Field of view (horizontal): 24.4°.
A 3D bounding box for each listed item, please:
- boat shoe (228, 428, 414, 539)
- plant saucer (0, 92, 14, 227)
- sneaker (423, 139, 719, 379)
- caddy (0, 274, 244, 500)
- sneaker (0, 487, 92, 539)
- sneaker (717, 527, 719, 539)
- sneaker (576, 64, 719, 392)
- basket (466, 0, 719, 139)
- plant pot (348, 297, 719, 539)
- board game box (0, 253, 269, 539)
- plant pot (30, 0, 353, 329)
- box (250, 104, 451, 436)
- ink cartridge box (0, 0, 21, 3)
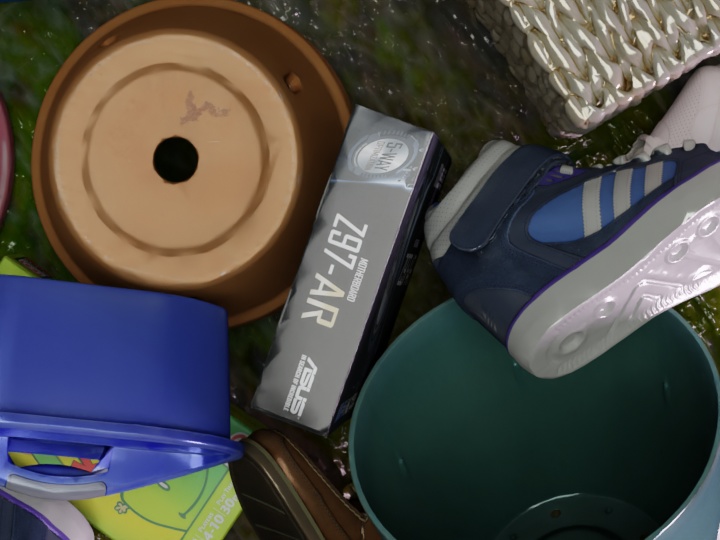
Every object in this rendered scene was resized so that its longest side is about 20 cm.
[{"bbox_3d":[-0.006,0.161,0.975,0.068,0.072,0.201,-41,117,-22],"label":"boat shoe"},{"bbox_3d":[-0.308,-0.066,0.989,0.198,0.051,0.203,0,91,0],"label":"plant saucer"},{"bbox_3d":[0.129,-0.045,0.904,0.199,0.081,0.147,-33,52,-5],"label":"sneaker"},{"bbox_3d":[-0.158,0.069,0.889,0.197,0.141,0.106,7,77,-15],"label":"caddy"},{"bbox_3d":[-0.264,0.163,0.933,0.198,0.081,0.147,26,50,9],"label":"sneaker"},{"bbox_3d":[0.245,0.144,0.995,0.087,0.076,0.201,29,96,-15],"label":"sneaker"},{"bbox_3d":[0.142,-0.042,0.976,0.114,0.074,0.202,23,94,-3],"label":"sneaker"},{"bbox_3d":[0.132,-0.189,0.910,0.160,0.200,0.199,-33,91,3],"label":"basket"},{"bbox_3d":[0.107,0.130,0.921,0.198,0.202,0.162,-19,134,1],"label":"plant pot"},{"bbox_3d":[-0.154,0.089,0.995,0.199,0.048,0.102,35,92,-1],"label":"board game box"},{"bbox_3d":[-0.098,-0.060,0.944,0.197,0.140,0.203,0,93,1],"label":"plant pot"},{"bbox_3d":[0.000,0.000,0.914,0.043,0.200,0.162,20,91,6],"label":"box"},{"bbox_3d":[-0.216,-0.231,0.907,0.083,0.200,0.148,-5,92,0],"label":"ink cartridge box"}]
